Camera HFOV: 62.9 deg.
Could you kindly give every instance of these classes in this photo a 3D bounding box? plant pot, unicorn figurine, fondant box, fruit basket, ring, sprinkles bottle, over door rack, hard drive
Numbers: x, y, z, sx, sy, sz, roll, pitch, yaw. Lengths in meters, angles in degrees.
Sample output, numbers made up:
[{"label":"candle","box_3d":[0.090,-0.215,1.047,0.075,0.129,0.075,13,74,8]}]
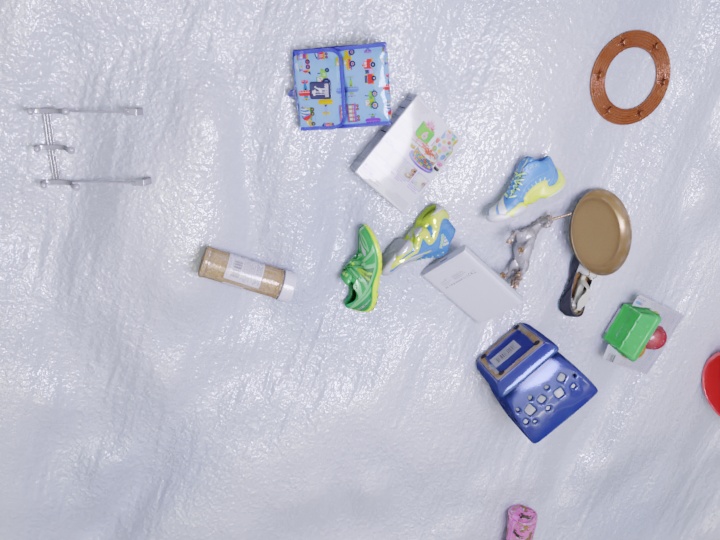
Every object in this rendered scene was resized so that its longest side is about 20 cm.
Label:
[{"label":"plant pot","box_3d":[1.067,0.305,1.588,0.176,0.200,0.202,-7,111,-21]},{"label":"unicorn figurine","box_3d":[0.380,-0.053,1.351,0.137,0.074,0.201,-28,148,-48]},{"label":"plant pot","box_3d":[0.402,0.253,1.407,0.200,0.200,0.180,-41,106,3]},{"label":"fondant box","box_3d":[0.097,-0.243,1.234,0.144,0.058,0.200,38,98,-22]},{"label":"fruit basket","box_3d":[0.726,0.166,1.519,0.199,0.094,0.186,17,105,-34]},{"label":"ring","box_3d":[0.604,-0.426,1.308,0.199,0.019,0.202,-4,109,-12]},{"label":"sprinkles bottle","box_3d":[-0.235,0.008,1.238,0.199,0.068,0.069,18,104,-18]},{"label":"plant pot","box_3d":[0.556,-0.088,1.377,0.199,0.027,0.202,1,88,-26]},{"label":"over door rack","box_3d":[-0.502,-0.228,1.095,0.198,0.067,0.149,-3,110,-12]},{"label":"hard drive","box_3d":[0.256,0.036,1.348,0.200,0.026,0.132,38,133,-22]}]

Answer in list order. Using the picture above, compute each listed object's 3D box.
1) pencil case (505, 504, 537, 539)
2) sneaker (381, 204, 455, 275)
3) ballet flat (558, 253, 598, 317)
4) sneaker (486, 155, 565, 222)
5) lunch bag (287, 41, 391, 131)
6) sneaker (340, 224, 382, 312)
[{"label":"pencil case","box_3d":[0.441,0.755,1.648,0.082,0.087,0.202,10,109,16]},{"label":"sneaker","box_3d":[0.135,-0.045,1.301,0.200,0.076,0.105,-46,113,4]},{"label":"ballet flat","box_3d":[0.539,0.022,1.422,0.072,0.073,0.202,9,106,-16]},{"label":"sneaker","box_3d":[0.352,-0.188,1.304,0.199,0.076,0.106,-28,102,-11]},{"label":"lunch bag","box_3d":[-0.043,-0.360,1.157,0.198,0.094,0.152,-5,111,2]},{"label":"sneaker","box_3d":[0.000,0.000,1.286,0.083,0.074,0.202,-2,109,-16]}]
